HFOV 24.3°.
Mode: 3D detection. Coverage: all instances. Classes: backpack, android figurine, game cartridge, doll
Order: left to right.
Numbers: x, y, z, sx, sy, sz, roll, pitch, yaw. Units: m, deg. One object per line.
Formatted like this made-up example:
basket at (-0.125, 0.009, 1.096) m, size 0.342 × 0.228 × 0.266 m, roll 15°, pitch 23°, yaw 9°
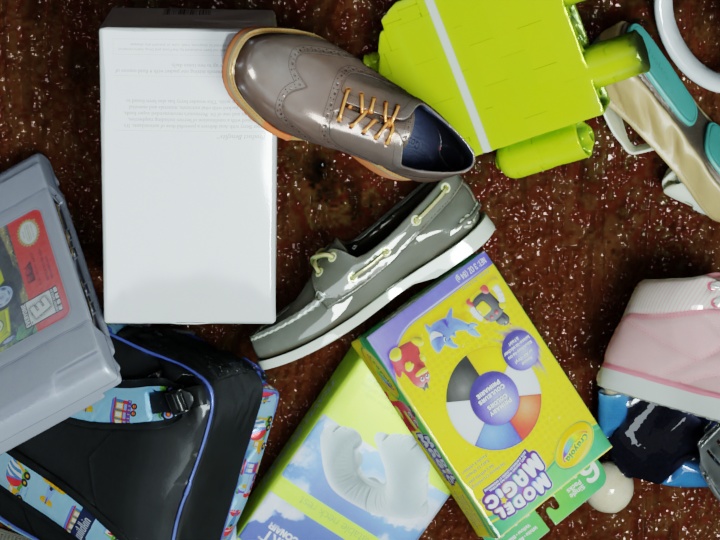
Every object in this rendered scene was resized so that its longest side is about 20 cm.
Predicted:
game cartridge at (-0.250, 0.025, 1.161) m, size 0.132 × 0.201 × 0.041 m, roll -30°, pitch 147°, yaw 9°
backpack at (-0.183, 0.116, 1.206) m, size 0.198 × 0.134 × 0.185 m, roll 21°, pitch 104°, yaw 21°
android figurine at (0.095, -0.151, 1.169) m, size 0.198 × 0.041 × 0.184 m, roll -18°, pitch 106°, yaw 25°
doll at (0.245, 0.109, 1.267) m, size 0.136 × 0.049 × 0.200 m, roll 41°, pitch 99°, yaw -11°

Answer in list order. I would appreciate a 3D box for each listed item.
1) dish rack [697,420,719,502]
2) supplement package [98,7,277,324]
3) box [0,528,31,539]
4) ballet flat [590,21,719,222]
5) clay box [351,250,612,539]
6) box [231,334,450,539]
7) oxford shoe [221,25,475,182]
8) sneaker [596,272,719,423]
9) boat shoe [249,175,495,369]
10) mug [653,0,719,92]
dish rack at (0.349, 0.114, 1.242) m, size 0.200 × 0.055 × 0.153 m, roll -43°, pitch 121°, yaw 1°
supplement package at (-0.118, -0.075, 1.163) m, size 0.120 × 0.120 × 0.202 m, roll 1°, pitch 105°, yaw -5°
box at (-0.268, 0.251, 1.260) m, size 0.198 × 0.095 × 0.078 m, roll 20°, pitch 104°, yaw -6°
ballet flat at (0.230, -0.092, 1.214) m, size 0.063 × 0.069 × 0.200 m, roll -33°, pitch 103°, yaw 35°
clay box at (0.096, 0.102, 1.221) m, size 0.114 × 0.048 × 0.201 m, roll -35°, pitch 93°, yaw -17°
box at (-0.005, 0.165, 1.272) m, size 0.121 × 0.048 × 0.201 m, roll 32°, pitch 101°, yaw -10°
oxford shoe at (-0.003, -0.109, 1.097) m, size 0.199 × 0.073 × 0.072 m, roll 18°, pitch 89°, yaw -42°
sneaker at (0.269, 0.059, 1.176) m, size 0.199 × 0.075 × 0.106 m, roll 16°, pitch 86°, yaw 31°
boat shoe at (0.000, -0.001, 1.216) m, size 0.201 × 0.072 × 0.061 m, roll -33°, pitch 103°, yaw 0°
mug at (0.293, -0.198, 1.148) m, size 0.199 × 0.148 × 0.176 m, roll -27°, pitch 97°, yaw 34°
